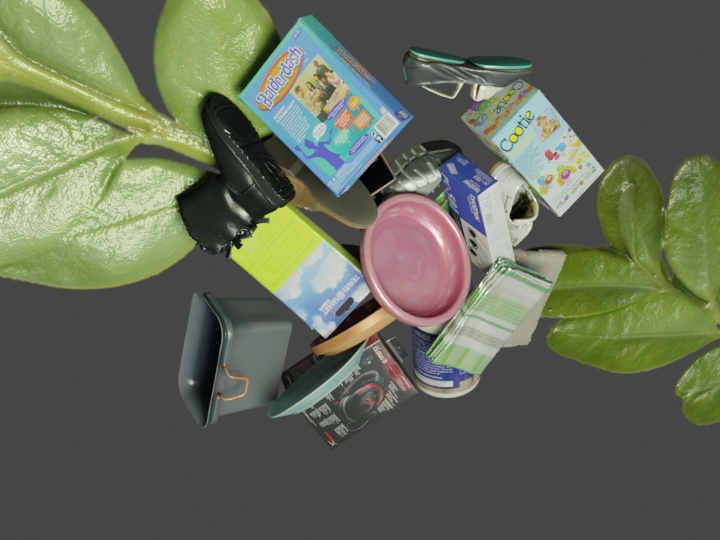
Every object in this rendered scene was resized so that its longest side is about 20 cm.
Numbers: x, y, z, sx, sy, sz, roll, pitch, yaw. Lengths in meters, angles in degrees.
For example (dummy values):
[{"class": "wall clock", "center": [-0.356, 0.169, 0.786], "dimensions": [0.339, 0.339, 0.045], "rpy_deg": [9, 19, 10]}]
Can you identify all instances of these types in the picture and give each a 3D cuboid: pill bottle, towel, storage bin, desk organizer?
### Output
[{"class": "pill bottle", "center": [0.141, 0.102, 1.867], "dimensions": [0.115, 0.116, 0.201], "rpy_deg": [-14, 125, -13]}, {"class": "towel", "center": [0.265, 0.047, 1.920], "dimensions": [0.132, 0.034, 0.200], "rpy_deg": [0, 124, -32]}, {"class": "storage bin", "center": [-0.188, 0.137, 1.755], "dimensions": [0.134, 0.146, 0.201], "rpy_deg": [-5, 123, -30]}, {"class": "desk organizer", "center": [-0.026, -0.201, 1.635], "dimensions": [0.072, 0.077, 0.200], "rpy_deg": [-33, 126, 1]}, {"class": "towel", "center": [0.209, 0.080, 1.780], "dimensions": [0.149, 0.031, 0.200], "rpy_deg": [20, 111, -45]}]

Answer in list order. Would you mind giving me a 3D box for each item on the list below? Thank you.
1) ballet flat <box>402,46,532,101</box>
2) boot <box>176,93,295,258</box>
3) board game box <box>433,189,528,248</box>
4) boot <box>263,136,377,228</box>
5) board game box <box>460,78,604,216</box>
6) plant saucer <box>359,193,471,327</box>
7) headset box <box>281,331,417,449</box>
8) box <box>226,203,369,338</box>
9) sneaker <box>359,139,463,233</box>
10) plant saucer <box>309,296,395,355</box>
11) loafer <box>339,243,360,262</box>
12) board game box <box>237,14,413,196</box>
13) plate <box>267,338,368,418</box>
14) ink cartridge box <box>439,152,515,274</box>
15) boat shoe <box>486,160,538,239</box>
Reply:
[{"class": "ballet flat", "center": [0.155, -0.287, 1.659], "dimensions": [0.199, 0.073, 0.073], "rpy_deg": [2, 120, -16]}, {"class": "boot", "center": [-0.201, -0.129, 1.605], "dimensions": [0.162, 0.073, 0.198], "rpy_deg": [-34, 94, 30]}, {"class": "board game box", "center": [0.183, -0.078, 1.814], "dimensions": [0.096, 0.030, 0.200], "rpy_deg": [-45, 134, 9]}, {"class": "boot", "center": [-0.060, -0.114, 1.626], "dimensions": [0.074, 0.200, 0.076], "rpy_deg": [-44, 161, -34]}, {"class": "board game box", "center": [0.266, -0.195, 1.733], "dimensions": [0.105, 0.103, 0.200], "rpy_deg": [-46, 126, 2]}, {"class": "plant saucer", "center": [0.075, -0.013, 1.671], "dimensions": [0.200, 0.201, 0.051], "rpy_deg": [21, 155, -31]}, {"class": "headset box", "center": [-0.010, 0.184, 1.883], "dimensions": [0.200, 0.075, 0.149], "rpy_deg": [-34, 127, 2]}, {"class": "box", "center": [-0.088, -0.007, 1.696], "dimensions": [0.200, 0.048, 0.122], "rpy_deg": [41, 105, -7]}, {"class": "sneaker", "center": [0.075, -0.116, 1.743], "dimensions": [0.200, 0.075, 0.116], "rpy_deg": [-29, 141, -4]}, {"class": "plant saucer", "center": [0.012, 0.077, 1.757], "dimensions": [0.200, 0.200, 0.032], "rpy_deg": [-33, 94, 1]}, {"class": "loafer", "center": [0.000, 0.000, 1.777], "dimensions": [0.199, 0.073, 0.072], "rpy_deg": [-7, 128, -15]}, {"class": "board game box", "center": [-0.050, -0.225, 1.542], "dimensions": [0.200, 0.045, 0.152], "rpy_deg": [46, 119, 2]}, {"class": "plate", "center": [-0.059, 0.169, 1.740], "dimensions": [0.200, 0.200, 0.026], "rpy_deg": [-39, 97, 5]}, {"class": "ink cartridge box", "center": [0.181, -0.078, 1.718], "dimensions": [0.044, 0.094, 0.200], "rpy_deg": [-36, 139, -14]}, {"class": "boat shoe", "center": [0.243, -0.094, 1.748], "dimensions": [0.071, 0.069, 0.200], "rpy_deg": [-51, 151, -6]}]
